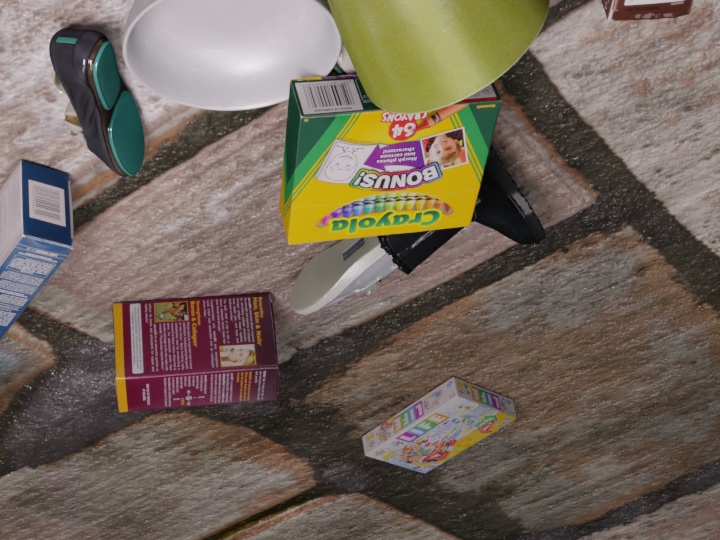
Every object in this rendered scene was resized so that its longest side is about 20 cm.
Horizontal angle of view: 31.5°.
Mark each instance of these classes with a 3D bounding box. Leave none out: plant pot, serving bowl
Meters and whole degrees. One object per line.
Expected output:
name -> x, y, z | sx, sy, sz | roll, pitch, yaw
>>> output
plant pot -> 0.035, -0.271, 1.078 | 0.185, 0.189, 0.200 | -23, 129, 19
serving bowl -> -0.117, -0.227, 1.162 | 0.197, 0.067, 0.201 | -4, 156, -2

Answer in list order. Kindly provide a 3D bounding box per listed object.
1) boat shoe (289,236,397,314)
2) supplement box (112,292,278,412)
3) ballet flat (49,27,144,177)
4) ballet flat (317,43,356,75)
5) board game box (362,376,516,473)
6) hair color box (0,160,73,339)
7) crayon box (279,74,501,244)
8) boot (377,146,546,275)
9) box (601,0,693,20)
boat shoe -> 0.000, -0.001, 1.521 | 0.071, 0.071, 0.200 | 29, 126, -36
supplement box -> -0.204, 0.101, 1.579 | 0.197, 0.111, 0.086 | -3, 146, -10
ballet flat -> -0.258, -0.164, 1.236 | 0.072, 0.074, 0.201 | -9, 152, -2
ballet flat -> 0.031, -0.189, 1.277 | 0.069, 0.070, 0.200 | -25, 142, 21
board game box -> 0.117, 0.236, 1.922 | 0.134, 0.035, 0.199 | 22, 134, -37
hair color box -> -0.380, -0.016, 1.376 | 0.060, 0.101, 0.200 | 16, 138, -35
crayon box -> 0.025, -0.112, 1.259 | 0.197, 0.059, 0.174 | -6, 139, -13
boot -> 0.105, -0.056, 1.432 | 0.162, 0.074, 0.198 | -38, 134, 5
box -> 0.216, -0.309, 1.025 | 0.074, 0.202, 0.101 | -4, 145, -4
